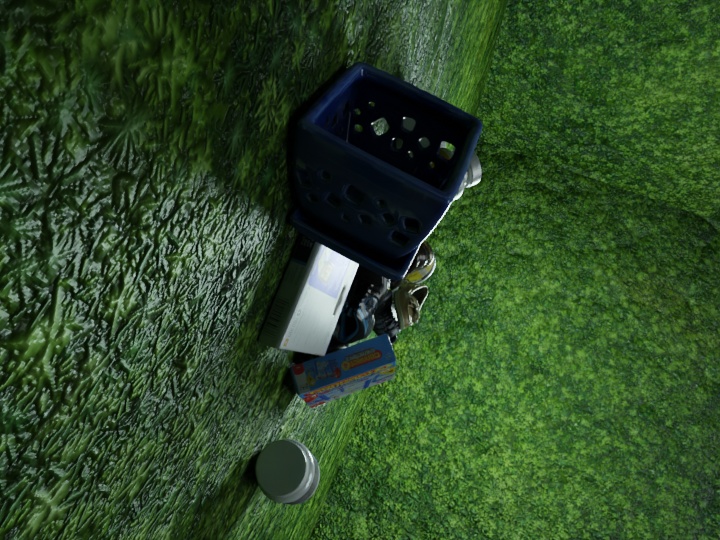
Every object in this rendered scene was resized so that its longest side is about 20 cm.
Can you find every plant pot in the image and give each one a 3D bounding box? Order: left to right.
[{"bbox_3d":[0.024,-0.121,0.710,0.201,0.197,0.181,-59,173,-44],"label":"plant pot"}]

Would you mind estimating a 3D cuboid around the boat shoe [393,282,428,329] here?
[{"bbox_3d":[0.115,0.073,1.209,0.201,0.062,0.075,-49,130,-73],"label":"boat shoe"}]

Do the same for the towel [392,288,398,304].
[{"bbox_3d":[0.053,0.096,1.411,0.169,0.049,0.200,-31,-176,0],"label":"towel"}]

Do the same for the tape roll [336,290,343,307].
[{"bbox_3d":[-0.038,-0.010,1.027,0.203,0.036,0.206,21,89,-80],"label":"tape roll"}]

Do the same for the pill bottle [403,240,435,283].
[{"bbox_3d":[0.098,-0.062,1.295,0.200,0.111,0.113,49,58,-45],"label":"pill bottle"}]

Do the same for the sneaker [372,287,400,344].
[{"bbox_3d":[0.059,0.104,1.215,0.073,0.081,0.201,-34,155,-11],"label":"sneaker"}]

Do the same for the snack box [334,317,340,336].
[{"bbox_3d":[-0.019,0.070,1.296,0.117,0.037,0.202,93,19,-61],"label":"snack box"}]

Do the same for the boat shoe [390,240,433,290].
[{"bbox_3d":[0.070,-0.005,1.200,0.199,0.075,0.073,-38,164,37],"label":"boat shoe"}]

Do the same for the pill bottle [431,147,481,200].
[{"bbox_3d":[0.144,-0.185,1.114,0.197,0.114,0.113,-23,154,-14],"label":"pill bottle"}]

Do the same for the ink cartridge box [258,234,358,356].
[{"bbox_3d":[-0.069,0.033,0.858,0.201,0.043,0.200,-69,161,-6],"label":"ink cartridge box"}]

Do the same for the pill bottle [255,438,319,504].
[{"bbox_3d":[-0.141,0.393,1.056,0.201,0.112,0.115,90,23,-66],"label":"pill bottle"}]

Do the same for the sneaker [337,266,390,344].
[{"bbox_3d":[0.005,0.059,1.098,0.082,0.072,0.203,-21,127,-59],"label":"sneaker"}]

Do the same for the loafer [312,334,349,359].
[{"bbox_3d":[-0.066,0.176,1.140,0.072,0.072,0.200,-58,165,-4],"label":"loafer"}]

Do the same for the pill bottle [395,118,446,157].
[{"bbox_3d":[0.137,-0.278,1.225,0.200,0.113,0.116,58,53,-77],"label":"pill bottle"}]

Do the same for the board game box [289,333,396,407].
[{"bbox_3d":[-0.029,0.207,1.092,0.196,0.197,0.057,82,-11,-70],"label":"board game box"}]
